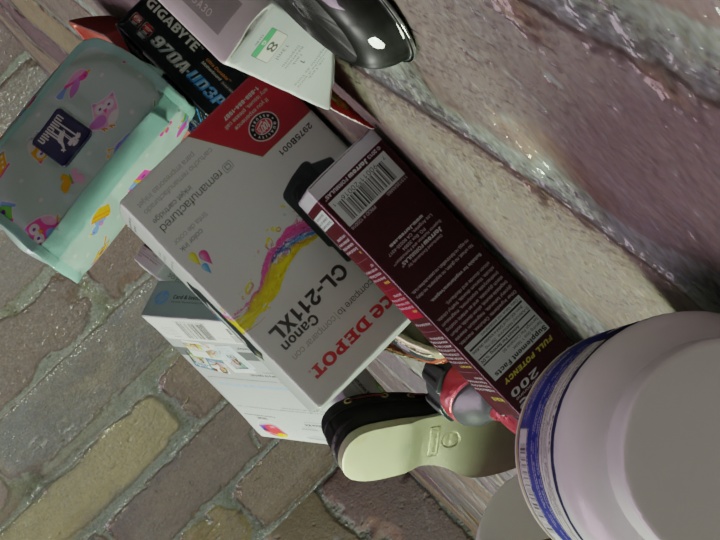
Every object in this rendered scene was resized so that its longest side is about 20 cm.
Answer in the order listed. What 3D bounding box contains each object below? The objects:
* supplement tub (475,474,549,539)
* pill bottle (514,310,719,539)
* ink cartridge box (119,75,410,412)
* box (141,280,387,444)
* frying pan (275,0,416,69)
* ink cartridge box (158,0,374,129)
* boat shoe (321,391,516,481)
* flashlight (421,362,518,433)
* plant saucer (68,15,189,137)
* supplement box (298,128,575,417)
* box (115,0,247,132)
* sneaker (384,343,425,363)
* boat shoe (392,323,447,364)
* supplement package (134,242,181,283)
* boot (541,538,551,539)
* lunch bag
[{"bbox_3d":[0.175,0.248,1.571,0.145,0.145,0.200,43,173,23],"label":"supplement tub"},{"bbox_3d":[0.137,0.079,0.802,0.120,0.120,0.200,45,174,1],"label":"pill bottle"},{"bbox_3d":[-0.048,-0.020,1.305,0.200,0.146,0.083,45,172,1],"label":"ink cartridge box"},{"bbox_3d":[-0.071,0.083,1.592,0.155,0.041,0.200,2,145,38],"label":"box"},{"bbox_3d":[-0.047,-0.164,0.911,0.190,0.031,0.115,42,173,5],"label":"frying pan"},{"bbox_3d":[-0.070,-0.162,1.067,0.161,0.050,0.200,45,-167,22],"label":"ink cartridge box"},{"bbox_3d":[0.065,0.133,1.562,0.063,0.200,0.074,-126,41,-52],"label":"boat shoe"},{"bbox_3d":[0.122,0.118,1.436,0.068,0.068,0.200,51,173,-36],"label":"flashlight"},{"bbox_3d":[-0.185,-0.170,1.781,0.200,0.037,0.200,47,174,-21],"label":"plant saucer"},{"bbox_3d":[0.050,0.005,1.197,0.200,0.061,0.109,47,175,-2],"label":"supplement box"},{"bbox_3d":[-0.116,-0.132,1.505,0.159,0.046,0.200,45,174,8],"label":"box"},{"bbox_3d":[0.007,0.015,1.578,0.199,0.080,0.071,26,170,-6],"label":"sneaker"},{"bbox_3d":[0.000,0.000,1.446,0.200,0.071,0.063,41,-175,6],"label":"boat shoe"},{"bbox_3d":[-0.085,0.003,1.686,0.200,0.111,0.156,32,177,-15],"label":"supplement package"},{"bbox_3d":[0.209,0.264,1.415,0.199,0.072,0.155,-13,139,31],"label":"boot"},{"bbox_3d":[-0.215,-0.087,1.439,0.122,0.171,0.200,40,175,-18],"label":"lunch bag"}]
